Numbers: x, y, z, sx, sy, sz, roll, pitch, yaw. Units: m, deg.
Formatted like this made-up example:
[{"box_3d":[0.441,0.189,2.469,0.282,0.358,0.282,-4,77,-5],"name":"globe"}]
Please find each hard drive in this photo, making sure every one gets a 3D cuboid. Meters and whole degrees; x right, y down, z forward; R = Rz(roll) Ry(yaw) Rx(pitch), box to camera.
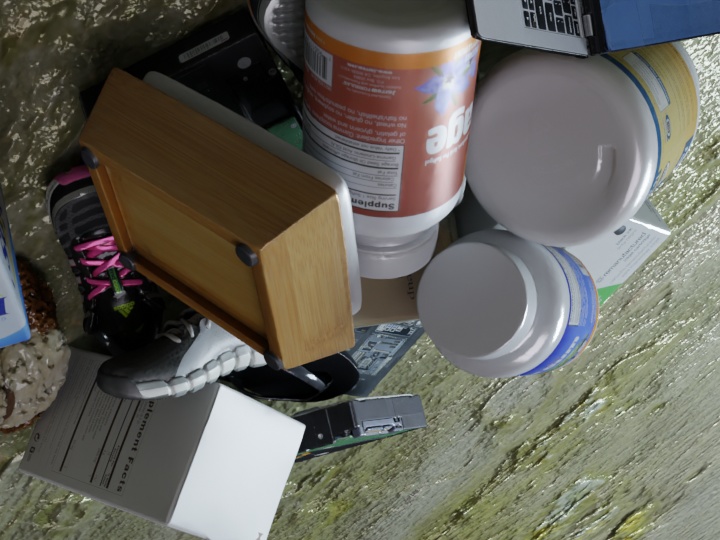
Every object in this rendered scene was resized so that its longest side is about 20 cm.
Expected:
[{"box_3d":[-0.108,-0.094,0.908,0.139,0.038,0.200,-27,141,3],"name":"hard drive"},{"box_3d":[-0.054,0.161,1.141,0.200,0.038,0.140,-19,168,29],"name":"hard drive"}]

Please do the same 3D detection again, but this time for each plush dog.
[{"box_3d":[-0.310,0.087,0.944,0.172,0.160,0.200,-22,148,-43],"name":"plush dog"}]

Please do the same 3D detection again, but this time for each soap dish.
[{"box_3d":[-0.096,-0.032,0.801,0.081,0.200,0.158,-45,150,-27],"name":"soap dish"}]

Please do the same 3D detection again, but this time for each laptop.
[{"box_3d":[0.157,-0.240,0.732,0.116,0.188,0.200,-12,174,42],"name":"laptop"}]

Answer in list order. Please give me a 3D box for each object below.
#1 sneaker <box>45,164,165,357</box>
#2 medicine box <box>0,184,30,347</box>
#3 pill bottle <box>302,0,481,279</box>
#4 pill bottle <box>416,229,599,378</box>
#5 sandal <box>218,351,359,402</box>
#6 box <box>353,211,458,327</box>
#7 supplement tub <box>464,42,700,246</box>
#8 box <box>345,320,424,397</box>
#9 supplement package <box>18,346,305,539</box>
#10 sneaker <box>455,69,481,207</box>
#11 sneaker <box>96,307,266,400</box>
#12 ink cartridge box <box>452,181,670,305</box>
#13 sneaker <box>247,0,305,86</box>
[{"box_3d":[-0.195,0.003,0.934,0.074,0.088,0.200,-16,141,-11],"name":"sneaker"},{"box_3d":[-0.288,-0.068,0.725,0.103,0.182,0.200,-16,141,-10],"name":"medicine box"},{"box_3d":[0.017,-0.096,0.781,0.112,0.112,0.200,-11,133,-16],"name":"pill bottle"},{"box_3d":[0.113,0.027,0.908,0.112,0.112,0.200,-38,164,16],"name":"pill bottle"},{"box_3d":[-0.083,0.091,1.048,0.200,0.043,0.076,17,127,-41],"name":"sandal"},{"box_3d":[0.000,0.000,0.952,0.078,0.095,0.200,-11,177,35],"name":"box"},{"box_3d":[0.174,-0.114,0.892,0.200,0.145,0.145,-36,164,-55],"name":"supplement tub"},{"box_3d":[-0.033,0.044,1.097,0.200,0.051,0.158,13,129,-39],"name":"box"},{"box_3d":[-0.171,0.152,1.011,0.121,0.200,0.120,35,69,-48],"name":"supplement package"},{"box_3d":[0.039,-0.118,0.931,0.099,0.078,0.200,-9,138,-11],"name":"sneaker"},{"box_3d":[-0.123,0.026,0.930,0.200,0.075,0.116,-15,110,-40],"name":"sneaker"},{"box_3d":[0.161,-0.034,1.083,0.200,0.084,0.146,14,128,-38],"name":"ink cartridge box"},{"box_3d":[-0.010,-0.152,0.852,0.078,0.079,0.200,-35,133,6],"name":"sneaker"}]
